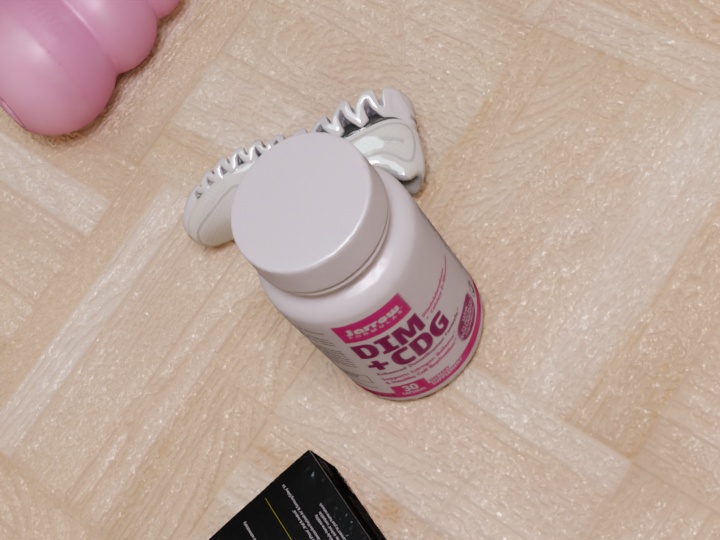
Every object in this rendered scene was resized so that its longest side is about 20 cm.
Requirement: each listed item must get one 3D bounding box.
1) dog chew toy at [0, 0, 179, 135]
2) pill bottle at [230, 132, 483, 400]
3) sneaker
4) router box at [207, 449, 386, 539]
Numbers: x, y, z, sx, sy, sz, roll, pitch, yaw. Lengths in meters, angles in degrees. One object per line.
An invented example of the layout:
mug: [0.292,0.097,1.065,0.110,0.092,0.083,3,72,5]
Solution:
dog chew toy: [-0.229,-0.209,1.183,0.200,0.125,0.124,-44,56,-10]
pill bottle: [0.000,0.000,0.920,0.112,0.200,0.115,-10,62,20]
sneaker: [-0.043,-0.061,1.052,0.198,0.075,0.082,-25,66,12]
router box: [-0.029,0.239,0.904,0.149,0.051,0.200,-41,56,3]
